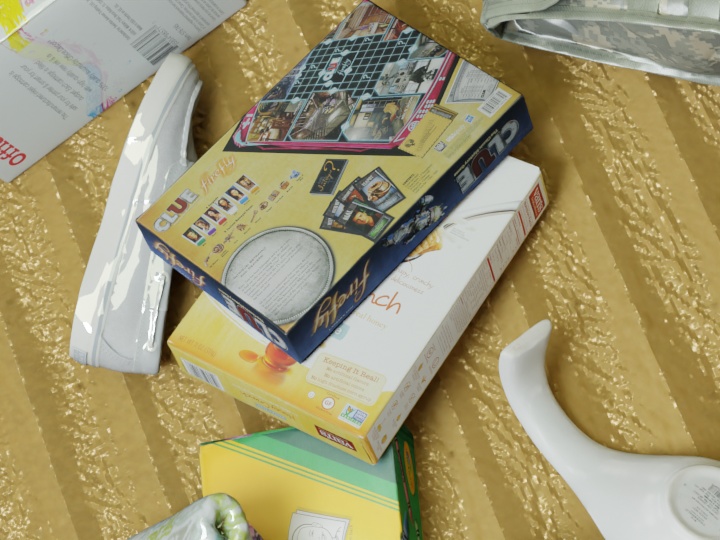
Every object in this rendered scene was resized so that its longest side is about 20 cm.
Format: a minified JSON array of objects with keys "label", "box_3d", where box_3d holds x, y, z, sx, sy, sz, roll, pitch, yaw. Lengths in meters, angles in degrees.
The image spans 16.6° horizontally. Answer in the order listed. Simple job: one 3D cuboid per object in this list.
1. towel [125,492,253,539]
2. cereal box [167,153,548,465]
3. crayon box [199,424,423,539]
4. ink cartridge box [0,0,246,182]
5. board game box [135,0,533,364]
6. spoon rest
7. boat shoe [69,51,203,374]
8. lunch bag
[{"label":"towel","box_3d":[-0.099,0.239,1.384,0.048,0.171,0.201,3,73,-28]},{"label":"cereal box","box_3d":[0.000,0.000,1.445,0.143,0.040,0.200,23,67,27]},{"label":"crayon box","box_3d":[-0.022,0.191,1.421,0.118,0.058,0.201,-10,72,13]},{"label":"ink cartridge box","box_3d":[-0.205,-0.182,1.535,0.200,0.145,0.145,-37,68,4]},{"label":"board game box","box_3d":[-0.015,-0.056,1.441,0.200,0.035,0.135,-45,56,-15]},{"label":"spoon rest","box_3d":[0.156,0.115,1.386,0.099,0.061,0.200,-33,66,-31]},{"label":"boat shoe","box_3d":[-0.121,-0.033,1.514,0.068,0.072,0.201,16,72,-1]},{"label":"lunch bag","box_3d":[0.172,-0.205,1.444,0.199,0.118,0.165,10,78,25]}]
